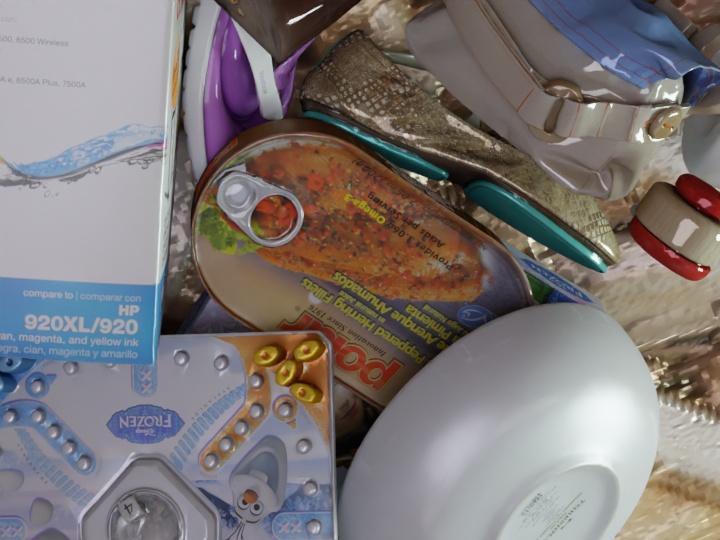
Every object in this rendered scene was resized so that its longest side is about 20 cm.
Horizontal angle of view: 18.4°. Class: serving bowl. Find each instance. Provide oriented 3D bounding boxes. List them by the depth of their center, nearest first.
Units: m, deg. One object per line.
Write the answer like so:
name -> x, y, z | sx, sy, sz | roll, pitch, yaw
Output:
serving bowl -> 0.087, 0.117, 1.193 | 0.199, 0.066, 0.201 | -22, 135, -24

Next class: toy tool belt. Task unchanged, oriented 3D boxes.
toy tool belt -> 0.127, -0.103, 1.101 | 0.200, 0.125, 0.123 | 42, 107, 21

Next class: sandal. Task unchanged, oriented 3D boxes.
sandal -> -0.051, -0.128, 1.154 | 0.049, 0.082, 0.205 | 15, 108, 25

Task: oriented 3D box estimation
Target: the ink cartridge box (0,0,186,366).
ink cartridge box -> -0.165, -0.074, 1.136 | 0.143, 0.147, 0.202 | 4, 108, -3

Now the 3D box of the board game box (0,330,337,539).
board game box -> -0.111, 0.134, 1.147 | 0.198, 0.026, 0.202 | -2, 85, 10

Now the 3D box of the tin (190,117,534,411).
tin -> 0.000, 0.000, 1.171 | 0.199, 0.042, 0.112 | 34, 99, -19

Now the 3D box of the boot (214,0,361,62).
boot -> -0.006, -0.223, 1.103 | 0.199, 0.064, 0.188 | -28, 110, -18

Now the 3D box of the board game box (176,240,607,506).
board game box -> 0.002, 0.054, 1.238 | 0.198, 0.041, 0.201 | 30, 104, -11

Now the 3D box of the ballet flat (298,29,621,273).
ballet flat -> 0.064, -0.069, 1.193 | 0.199, 0.070, 0.066 | 28, 82, -14

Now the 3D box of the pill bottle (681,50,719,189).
pill bottle -> 0.280, -0.067, 1.175 | 0.198, 0.112, 0.113 | 20, 106, -9
